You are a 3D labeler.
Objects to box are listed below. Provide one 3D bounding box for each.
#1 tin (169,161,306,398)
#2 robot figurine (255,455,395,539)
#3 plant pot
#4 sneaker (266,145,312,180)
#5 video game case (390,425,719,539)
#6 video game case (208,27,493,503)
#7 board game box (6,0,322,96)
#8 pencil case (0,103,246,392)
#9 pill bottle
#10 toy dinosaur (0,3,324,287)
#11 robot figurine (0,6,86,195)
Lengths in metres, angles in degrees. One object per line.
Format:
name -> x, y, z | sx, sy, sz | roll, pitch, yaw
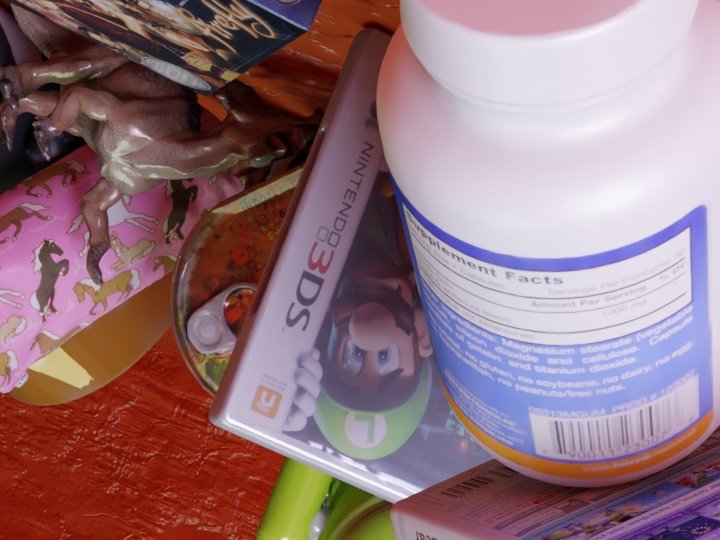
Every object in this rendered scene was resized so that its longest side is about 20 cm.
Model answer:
tin -> 0.000, 0.000, 0.837 | 0.198, 0.113, 0.042 | -23, 169, 20
robot figurine -> 0.031, 0.143, 0.876 | 0.174, 0.116, 0.200 | 26, -163, -13
plant pot -> -0.238, -0.039, 1.224 | 0.199, 0.201, 0.183 | 13, 152, 48
sneaker -> 0.045, -0.018, 0.947 | 0.198, 0.075, 0.079 | 20, 150, -28
video game case -> 0.137, 0.070, 0.590 | 0.198, 0.022, 0.181 | -19, -168, -28
video game case -> 0.054, 0.019, 0.759 | 0.198, 0.184, 0.023 | 25, 167, -19
board game box -> -0.099, -0.130, 0.740 | 0.134, 0.035, 0.200 | 25, 171, -14
pencil case -> -0.149, -0.017, 0.955 | 0.083, 0.199, 0.087 | 45, 158, 25
pill bottle -> 0.065, -0.030, 0.538 | 0.111, 0.113, 0.201 | 18, 148, 25
toy dinosaur -> -0.112, -0.087, 0.903 | 0.200, 0.135, 0.086 | 51, 158, 30
robot figurine -> -0.230, -0.090, 1.021 | 0.151, 0.124, 0.200 | 66, -168, 25
